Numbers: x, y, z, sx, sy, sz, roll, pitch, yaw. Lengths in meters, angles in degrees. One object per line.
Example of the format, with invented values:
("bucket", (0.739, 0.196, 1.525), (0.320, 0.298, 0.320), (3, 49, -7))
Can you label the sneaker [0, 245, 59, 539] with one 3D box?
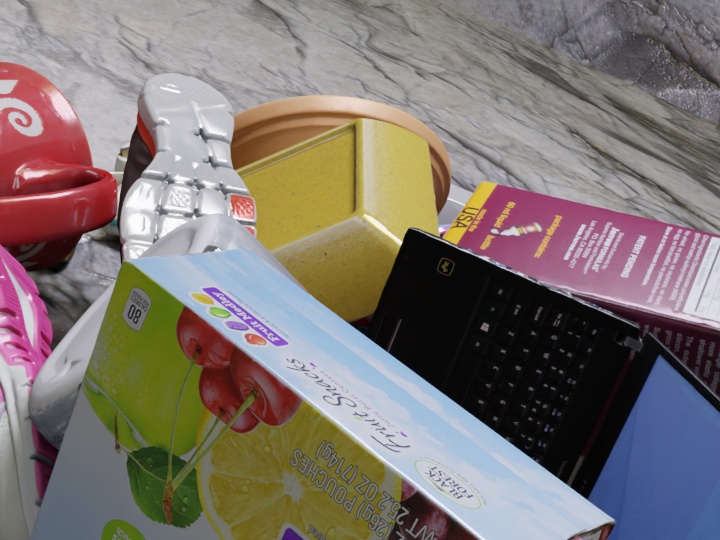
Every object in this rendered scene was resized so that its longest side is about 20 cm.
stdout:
("sneaker", (-0.182, 0.072, 0.584), (0.201, 0.088, 0.081), (60, -1, 35))

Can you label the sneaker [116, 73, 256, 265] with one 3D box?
("sneaker", (-0.109, -0.029, 0.731), (0.077, 0.082, 0.201), (17, 40, -17))

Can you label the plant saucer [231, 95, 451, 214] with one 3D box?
("plant saucer", (-0.030, -0.055, 0.929), (0.199, 0.200, 0.038), (13, 55, -23))

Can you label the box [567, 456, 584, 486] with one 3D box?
("box", (0.187, 0.094, 0.842), (0.127, 0.110, 0.200), (20, 20, 2))

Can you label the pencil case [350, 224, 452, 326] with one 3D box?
("pencil case", (0.000, 0.000, 0.828), (0.088, 0.089, 0.199), (3, 4, -40))

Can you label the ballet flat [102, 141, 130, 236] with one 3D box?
("ballet flat", (-0.172, -0.078, 0.985), (0.062, 0.068, 0.200), (8, 22, -7))

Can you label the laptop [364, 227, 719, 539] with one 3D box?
("laptop", (0.074, 0.107, 0.595), (0.199, 0.178, 0.103), (24, 20, 6))

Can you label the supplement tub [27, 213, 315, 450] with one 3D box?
("supplement tub", (-0.036, 0.083, 0.545), (0.200, 0.122, 0.123), (47, 13, -17))

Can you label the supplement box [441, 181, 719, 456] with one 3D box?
("supplement box", (0.142, 0.037, 0.670), (0.199, 0.111, 0.086), (15, 40, 20))

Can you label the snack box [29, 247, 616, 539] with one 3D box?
("snack box", (-0.035, 0.121, 0.412), (0.168, 0.201, 0.067), (34, 24, 30))

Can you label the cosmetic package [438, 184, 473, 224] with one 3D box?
("cosmetic package", (0.061, -0.035, 1.086), (0.199, 0.083, 0.051), (22, 22, 2))

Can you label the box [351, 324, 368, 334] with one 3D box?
("box", (0.037, 0.070, 0.865), (0.120, 0.033, 0.200), (22, 21, 0))

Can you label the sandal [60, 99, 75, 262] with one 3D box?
("sandal", (-0.232, -0.069, 0.903), (0.054, 0.081, 0.200), (-4, 29, -7))

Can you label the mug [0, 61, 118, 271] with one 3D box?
("mug", (-0.251, -0.051, 0.698), (0.200, 0.177, 0.134), (-25, 93, -58))

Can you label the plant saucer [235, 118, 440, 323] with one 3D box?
("plant saucer", (-0.052, -0.024, 0.775), (0.199, 0.049, 0.200), (-21, 28, 11))
